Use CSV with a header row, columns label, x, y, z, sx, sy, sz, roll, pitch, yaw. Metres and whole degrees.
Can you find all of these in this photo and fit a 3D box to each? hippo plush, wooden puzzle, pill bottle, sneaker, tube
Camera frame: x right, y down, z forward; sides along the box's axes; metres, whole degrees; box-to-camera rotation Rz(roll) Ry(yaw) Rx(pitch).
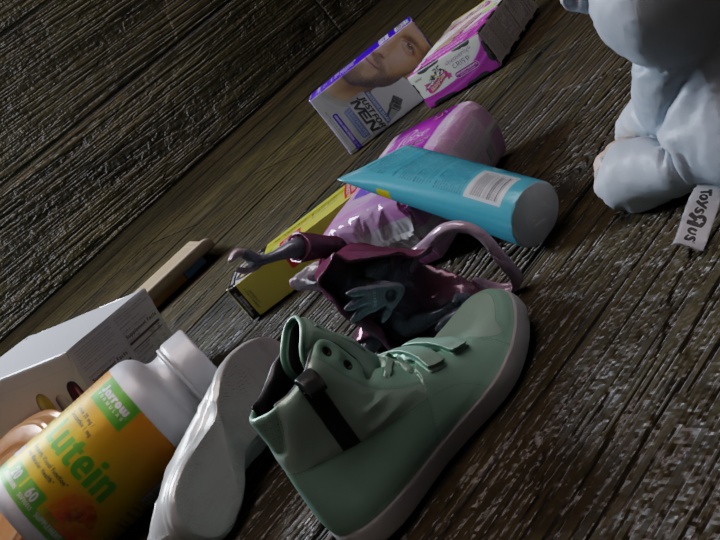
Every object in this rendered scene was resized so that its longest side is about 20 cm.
label,x,y,z,sx,sy,sz,roll,pitch,yaw
hippo plush,0.186,-0.128,0.592,0.159,0.161,0.200,-24,22,43
wooden puzzle,-0.329,0.020,1.590,0.185,0.037,0.200,-44,12,-16
pill bottle,-0.201,0.148,0.805,0.200,0.111,0.111,-43,16,-12
sneaker,-0.111,0.133,0.732,0.088,0.075,0.200,-41,12,41
sneaker,0.021,0.050,0.560,0.074,0.118,0.201,-20,24,53
tube,0.069,-0.069,0.767,0.077,0.051,0.200,-24,31,-30

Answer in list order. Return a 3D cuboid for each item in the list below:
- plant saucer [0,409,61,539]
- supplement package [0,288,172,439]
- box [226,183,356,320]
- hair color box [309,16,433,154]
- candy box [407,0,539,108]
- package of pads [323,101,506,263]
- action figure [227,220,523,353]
label,x,y,z,sx,sy,sz,roll,pitch,yaw
plant saucer,-0.342,0.227,0.917,0.200,0.032,0.201,-31,40,30
supplement package,-0.326,0.126,1.064,0.199,0.111,0.156,-21,15,28
box,-0.058,-0.029,1.076,0.200,0.050,0.075,-36,16,12
hair color box,0.031,-0.286,1.465,0.200,0.109,0.065,-37,16,11
candy box,0.167,-0.332,1.374,0.136,0.061,0.200,-26,20,41
package of pads,0.053,-0.074,0.902,0.120,0.076,0.200,-20,25,40
action figure,0.000,0.000,0.716,0.149,0.134,0.200,-41,19,-9
